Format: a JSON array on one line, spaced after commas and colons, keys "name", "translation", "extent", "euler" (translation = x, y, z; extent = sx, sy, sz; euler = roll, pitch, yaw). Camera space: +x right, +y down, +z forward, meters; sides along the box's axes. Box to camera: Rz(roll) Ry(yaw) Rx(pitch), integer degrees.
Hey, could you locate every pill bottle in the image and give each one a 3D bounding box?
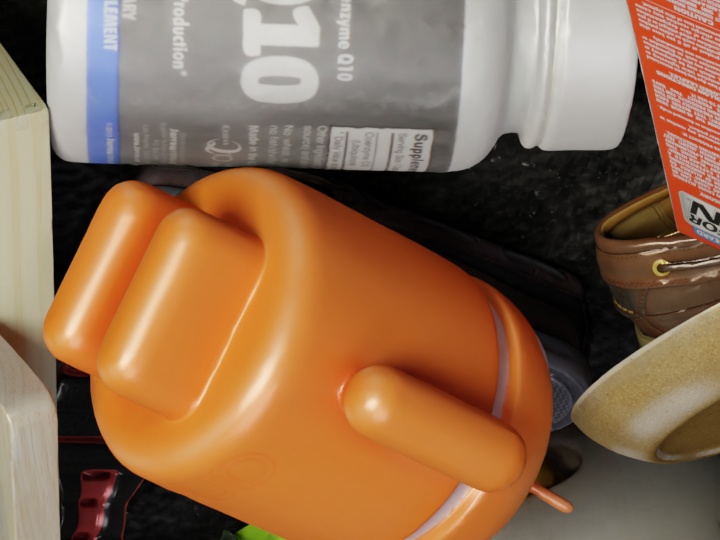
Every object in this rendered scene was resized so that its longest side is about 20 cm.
[{"name": "pill bottle", "translation": [-0.007, -0.092, 1.031], "extent": [0.199, 0.114, 0.114], "euler": [1, 128, -4]}]

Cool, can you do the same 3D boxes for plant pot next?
[{"name": "plant pot", "translation": [0.172, 0.026, 1.076], "extent": [0.199, 0.028, 0.200], "euler": [-21, 165, -6]}]

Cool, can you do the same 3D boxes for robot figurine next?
[{"name": "robot figurine", "translation": [-0.014, 0.036, 1.041], "extent": [0.199, 0.117, 0.143], "euler": [27, 140, -37]}]

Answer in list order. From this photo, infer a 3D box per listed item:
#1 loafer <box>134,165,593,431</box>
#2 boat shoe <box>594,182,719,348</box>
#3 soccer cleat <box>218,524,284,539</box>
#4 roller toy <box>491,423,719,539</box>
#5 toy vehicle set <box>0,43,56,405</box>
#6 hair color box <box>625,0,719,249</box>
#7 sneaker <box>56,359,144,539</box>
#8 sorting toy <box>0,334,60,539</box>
[{"name": "loafer", "translation": [0.000, 0.000, 1.146], "extent": [0.199, 0.063, 0.072], "euler": [24, 141, -15]}, {"name": "boat shoe", "translation": [0.179, -0.034, 1.111], "extent": [0.199, 0.072, 0.068], "euler": [-30, 117, 15]}, {"name": "soccer cleat", "translation": [-0.086, 0.160, 1.257], "extent": [0.199, 0.068, 0.081], "euler": [-20, 136, 11]}, {"name": "roller toy", "translation": [0.097, 0.161, 1.217], "extent": [0.199, 0.140, 0.183], "euler": [9, 116, -7]}, {"name": "toy vehicle set", "translation": [-0.147, -0.007, 1.084], "extent": [0.026, 0.124, 0.201], "euler": [-16, 131, -23]}, {"name": "hair color box", "translation": [0.147, -0.098, 0.998], "extent": [0.064, 0.111, 0.200], "euler": [27, 157, 28]}, {"name": "sneaker", "translation": [-0.123, 0.069, 1.179], "extent": [0.073, 0.087, 0.201], "euler": [10, 107, -40]}, {"name": "sorting toy", "translation": [-0.189, 0.080, 1.098], "extent": [0.069, 0.199, 0.201], "euler": [-21, 134, -28]}]
